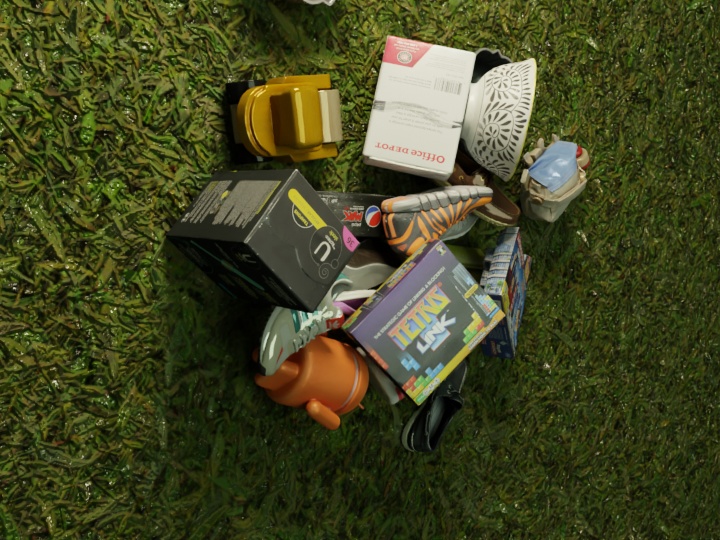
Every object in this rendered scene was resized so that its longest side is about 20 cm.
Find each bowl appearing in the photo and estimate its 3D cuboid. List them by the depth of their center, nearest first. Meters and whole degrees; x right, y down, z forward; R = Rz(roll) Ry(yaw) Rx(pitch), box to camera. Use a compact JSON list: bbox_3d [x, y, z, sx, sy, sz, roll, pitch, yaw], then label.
[{"bbox_3d":[0.214,-0.252,1.421,0.094,0.201,0.201,11,87,-1],"label":"bowl"}]

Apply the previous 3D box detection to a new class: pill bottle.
[{"bbox_3d":[0.098,0.120,1.437,0.200,0.111,0.111,-34,117,-11],"label":"pill bottle"}]

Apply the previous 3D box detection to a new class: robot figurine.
[{"bbox_3d":[-0.069,0.158,1.329,0.200,0.144,0.117,20,99,-41],"label":"robot figurine"}]

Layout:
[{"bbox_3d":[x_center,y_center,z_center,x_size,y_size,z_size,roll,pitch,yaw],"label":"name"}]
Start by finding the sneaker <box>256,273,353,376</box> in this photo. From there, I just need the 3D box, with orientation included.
[{"bbox_3d":[-0.075,0.070,1.242,0.070,0.093,0.200,102,12,-55],"label":"sneaker"}]

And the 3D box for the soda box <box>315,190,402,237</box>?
[{"bbox_3d":[-0.027,-0.087,1.374,0.200,0.063,0.071,-1,95,-41],"label":"soda box"}]

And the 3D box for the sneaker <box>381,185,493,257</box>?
[{"bbox_3d":[0.126,-0.073,1.409,0.200,0.078,0.112,-13,102,-20],"label":"sneaker"}]

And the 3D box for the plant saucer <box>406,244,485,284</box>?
[{"bbox_3d":[0.158,0.053,1.560,0.200,0.048,0.200,6,91,-41],"label":"plant saucer"}]

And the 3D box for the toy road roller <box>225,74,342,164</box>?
[{"bbox_3d":[-0.088,-0.216,1.252,0.200,0.146,0.123,-14,104,-39],"label":"toy road roller"}]

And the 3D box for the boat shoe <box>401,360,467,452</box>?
[{"bbox_3d":[0.149,0.238,1.559,0.199,0.066,0.075,-52,127,-23],"label":"boat shoe"}]

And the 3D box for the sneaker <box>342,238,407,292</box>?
[{"bbox_3d":[0.000,0.000,1.420,0.200,0.073,0.085,-2,137,-52],"label":"sneaker"}]

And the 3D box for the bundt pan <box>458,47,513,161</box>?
[{"bbox_3d":[0.201,-0.287,1.543,0.202,0.076,0.202,-5,98,-40],"label":"bundt pan"}]

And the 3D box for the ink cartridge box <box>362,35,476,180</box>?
[{"bbox_3d":[0.092,-0.256,1.404,0.145,0.083,0.200,12,87,-1],"label":"ink cartridge box"}]

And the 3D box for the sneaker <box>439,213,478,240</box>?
[{"bbox_3d":[0.150,-0.093,1.500,0.200,0.082,0.075,-35,80,-33],"label":"sneaker"}]

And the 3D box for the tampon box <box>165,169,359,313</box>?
[{"bbox_3d":[-0.134,-0.044,1.195,0.150,0.200,0.126,49,64,-34],"label":"tampon box"}]

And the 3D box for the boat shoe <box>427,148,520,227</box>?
[{"bbox_3d":[0.193,-0.148,1.479,0.200,0.068,0.072,36,35,-5],"label":"boat shoe"}]

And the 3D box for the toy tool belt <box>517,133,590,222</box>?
[{"bbox_3d":[0.371,-0.197,1.673,0.200,0.125,0.123,-51,133,-25],"label":"toy tool belt"}]

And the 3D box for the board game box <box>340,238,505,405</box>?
[{"bbox_3d":[0.098,0.078,1.344,0.200,0.057,0.165,-46,108,-8],"label":"board game box"}]

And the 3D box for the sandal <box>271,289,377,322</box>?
[{"bbox_3d":[-0.044,0.065,1.362,0.202,0.082,0.050,-1,71,-28],"label":"sandal"}]

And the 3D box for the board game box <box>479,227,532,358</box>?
[{"bbox_3d":[0.259,0.021,1.582,0.200,0.062,0.200,70,32,-49],"label":"board game box"}]

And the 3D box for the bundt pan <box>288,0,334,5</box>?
[{"bbox_3d":[-0.086,-0.480,1.262,0.202,0.076,0.202,-5,98,-40],"label":"bundt pan"}]
